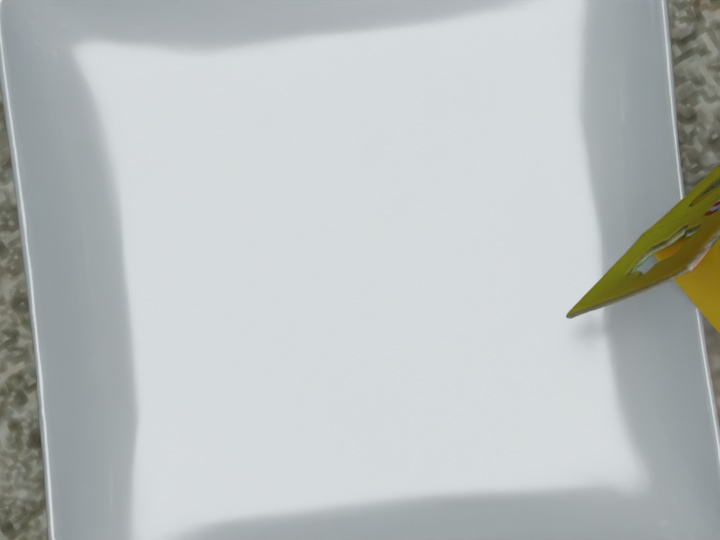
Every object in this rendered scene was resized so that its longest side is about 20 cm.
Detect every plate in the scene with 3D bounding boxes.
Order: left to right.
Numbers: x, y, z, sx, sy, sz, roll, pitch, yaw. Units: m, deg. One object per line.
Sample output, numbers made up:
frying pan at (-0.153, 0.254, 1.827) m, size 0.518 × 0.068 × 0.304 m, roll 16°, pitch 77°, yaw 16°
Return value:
plate at (0.000, 0.000, 0.842) m, size 0.199 × 0.032 × 0.200 m, roll -7°, pitch 85°, yaw 1°

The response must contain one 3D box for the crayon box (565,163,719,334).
crayon box at (0.155, -0.043, 0.775) m, size 0.200 × 0.127 × 0.051 m, roll -42°, pitch 91°, yaw -11°
